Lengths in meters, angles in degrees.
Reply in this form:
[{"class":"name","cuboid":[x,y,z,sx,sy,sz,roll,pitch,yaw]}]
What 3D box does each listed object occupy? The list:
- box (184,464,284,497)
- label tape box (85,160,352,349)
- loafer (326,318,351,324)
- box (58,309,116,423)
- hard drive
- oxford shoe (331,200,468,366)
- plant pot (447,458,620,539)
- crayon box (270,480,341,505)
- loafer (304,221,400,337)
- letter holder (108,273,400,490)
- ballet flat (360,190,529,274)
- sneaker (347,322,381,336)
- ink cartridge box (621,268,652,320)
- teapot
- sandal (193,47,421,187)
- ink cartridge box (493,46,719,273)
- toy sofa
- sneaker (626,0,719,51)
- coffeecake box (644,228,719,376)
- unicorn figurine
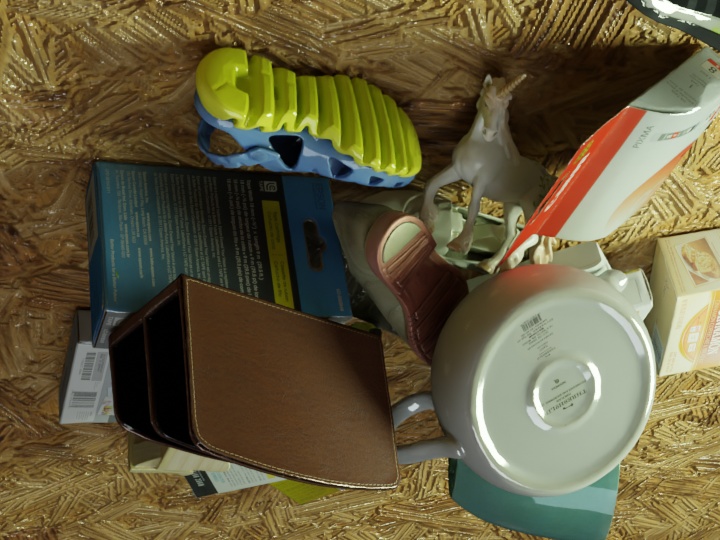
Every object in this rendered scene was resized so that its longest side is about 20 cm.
[{"class":"box","cuboid":[-0.085,0.170,1.410,0.198,0.050,0.083,-12,139,7]},{"class":"label tape box","cuboid":[-0.118,-0.008,1.129,0.198,0.146,0.063,3,145,-19]},{"class":"loafer","cuboid":[-0.080,0.023,1.263,0.199,0.063,0.072,23,134,-40]},{"class":"box","cuboid":[-0.188,0.097,1.367,0.198,0.042,0.156,2,145,-17]},{"class":"hard drive","cuboid":[0.172,0.022,1.308,0.131,0.027,0.200,-18,164,12]},{"class":"oxford shoe","cuboid":[0.036,0.007,1.157,0.071,0.074,0.201,-47,142,-18]},{"class":"plant pot","cuboid":[0.175,0.181,1.462,0.159,0.202,0.201,5,146,-1]},{"class":"crayon box","cuboid":[-0.061,0.184,1.524,0.126,0.051,0.200,-21,146,16]},{"class":"loafer","cuboid":[0.000,0.000,1.250,0.199,0.069,0.076,29,128,-23]},{"class":"letter holder","cuboid":[-0.077,0.110,1.056,0.199,0.143,0.100,18,139,-39]},{"class":"ballet flat","cuboid":[0.082,-0.034,1.211,0.198,0.070,0.069,11,142,-38]},{"class":"sneaker","cuboid":[-0.062,0.088,1.271,0.090,0.079,0.199,37,138,-25]},{"class":"ink cartridge box","cuboid":[0.163,0.064,1.320,0.198,0.048,0.198,-13,166,-1]},{"class":"teapot","cuboid":[0.132,0.083,1.148,0.198,0.146,0.200,14,96,-22]},{"class":"sandal","cuboid":[-0.046,-0.106,1.073,0.198,0.080,0.087,17,143,-23]},{"class":"ink cartridge box","cuboid":[0.204,-0.076,1.100,0.200,0.050,0.163,-40,167,-41]},{"class":"toy sofa","cuboid":[-0.149,0.114,1.274,0.096,0.084,0.200,3,151,-19]},{"class":"sneaker","cuboid":[0.240,-0.218,1.004,0.198,0.072,0.083,16,115,-35]},{"class":"coffeecake box","cuboid":[0.390,0.022,1.381,0.198,0.074,0.154,-10,146,-2]},{"class":"unicorn figurine","cuboid":[0.110,-0.074,1.138,0.200,0.073,0.138,26,89,-59]}]
